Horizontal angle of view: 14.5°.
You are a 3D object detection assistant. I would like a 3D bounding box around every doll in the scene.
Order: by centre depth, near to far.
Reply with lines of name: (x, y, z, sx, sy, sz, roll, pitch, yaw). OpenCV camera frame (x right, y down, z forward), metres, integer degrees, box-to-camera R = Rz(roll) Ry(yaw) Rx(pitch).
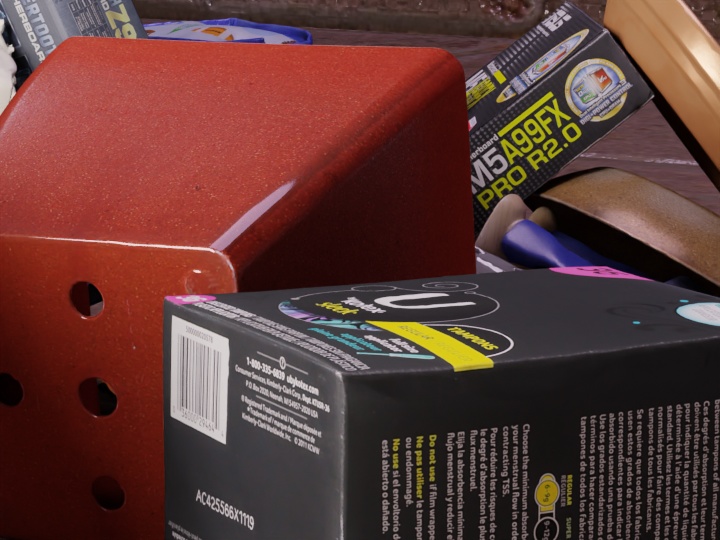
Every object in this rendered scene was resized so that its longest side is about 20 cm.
doll: (0.154, 0.028, 1.368, 0.200, 0.049, 0.136, 31, 7, 29)

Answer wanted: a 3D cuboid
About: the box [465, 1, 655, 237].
box: (0.070, -0.072, 1.500, 0.160, 0.044, 0.200, -38, 9, 5)

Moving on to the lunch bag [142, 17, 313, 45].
lunch bag: (-0.084, -0.067, 1.736, 0.123, 0.171, 0.200, -8, 13, -27)

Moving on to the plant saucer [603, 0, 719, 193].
plant saucer: (0.184, -0.074, 1.445, 0.037, 0.200, 0.200, -36, 9, 4)

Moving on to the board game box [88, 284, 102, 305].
board game box: (-0.127, -0.012, 1.556, 0.199, 0.037, 0.151, -23, -2, 13)

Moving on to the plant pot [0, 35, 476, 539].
plant pot: (-0.072, 0.023, 1.200, 0.199, 0.201, 0.176, 4, 21, 22)

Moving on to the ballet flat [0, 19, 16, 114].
ballet flat: (-0.182, -0.057, 1.326, 0.071, 0.072, 0.200, -3, 40, -15)

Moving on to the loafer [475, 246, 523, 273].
loafer: (0.092, 0.037, 1.278, 0.200, 0.070, 0.070, 29, 44, 15)

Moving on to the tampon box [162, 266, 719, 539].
tampon box: (0.046, 0.074, 1.033, 0.199, 0.127, 0.150, -5, 11, -28)

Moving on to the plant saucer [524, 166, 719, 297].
plant saucer: (0.176, -0.002, 1.450, 0.200, 0.036, 0.200, 31, -4, 2)

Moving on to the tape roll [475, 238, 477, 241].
tape roll: (0.017, 0.025, 1.515, 0.199, 0.066, 0.200, 1, 9, 0)

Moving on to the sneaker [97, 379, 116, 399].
sneaker: (-0.090, 0.048, 1.427, 0.090, 0.070, 0.200, 31, 0, 0)

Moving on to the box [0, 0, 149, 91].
box: (-0.177, -0.113, 1.434, 0.051, 0.201, 0.157, -33, 13, -39)
